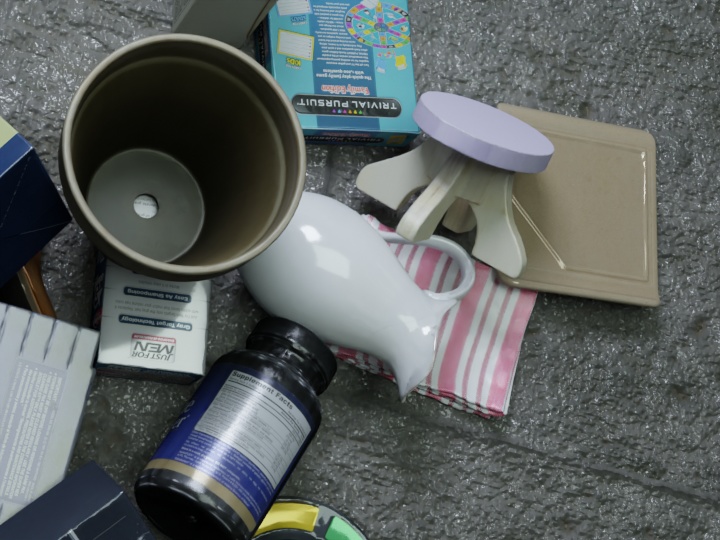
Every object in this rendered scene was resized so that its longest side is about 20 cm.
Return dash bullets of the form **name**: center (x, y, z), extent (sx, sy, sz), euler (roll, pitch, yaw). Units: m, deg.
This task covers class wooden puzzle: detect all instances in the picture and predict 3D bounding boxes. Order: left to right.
- **wooden puzzle**: center (0.217, -0.064, 1.651), extent (0.184, 0.037, 0.201), euler (8, 68, -21)

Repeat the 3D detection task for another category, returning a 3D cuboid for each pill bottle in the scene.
- **pill bottle**: center (-0.102, 0.142, 1.428), extent (0.112, 0.112, 0.200), euler (37, 58, -8)

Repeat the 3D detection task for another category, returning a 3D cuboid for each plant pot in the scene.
- **plant pot**: center (-0.164, -0.074, 1.365), extent (0.199, 0.173, 0.201), euler (5, 74, -19)

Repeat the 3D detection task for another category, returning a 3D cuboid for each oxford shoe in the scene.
- **oxford shoe**: center (-0.298, -0.032, 1.430), extent (0.071, 0.071, 0.201), euler (-16, 84, -34)

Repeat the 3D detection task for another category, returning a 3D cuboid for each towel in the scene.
- **towel**: center (0.068, 0.044, 1.571), extent (0.199, 0.030, 0.147), euler (22, 69, -14)

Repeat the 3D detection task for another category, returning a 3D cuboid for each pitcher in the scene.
- **pitcher**: center (0.000, 0.000, 1.498), extent (0.199, 0.121, 0.172), euler (35, 52, -2)

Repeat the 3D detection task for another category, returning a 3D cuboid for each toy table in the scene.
- **toy table**: center (0.097, -0.086, 1.523), extent (0.183, 0.200, 0.118), euler (34, 107, 28)

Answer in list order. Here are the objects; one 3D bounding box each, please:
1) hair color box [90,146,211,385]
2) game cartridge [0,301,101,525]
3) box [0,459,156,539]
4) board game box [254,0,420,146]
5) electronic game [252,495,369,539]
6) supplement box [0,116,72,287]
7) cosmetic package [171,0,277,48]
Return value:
- **hair color box**: center (-0.186, -0.004, 1.468), extent (0.099, 0.060, 0.201), euler (8, 74, -18)
- **game cartridge**: center (-0.301, 0.131, 1.361), extent (0.129, 0.038, 0.201), euler (19, 78, -20)
- **box**: center (-0.238, 0.291, 1.308), extent (0.200, 0.104, 0.183), euler (-36, 109, -15)
- **board game box**: center (-0.027, -0.225, 1.591), extent (0.150, 0.047, 0.201), euler (1, 77, -21)
- **electronic game**: center (-0.065, 0.301, 1.448), extent (0.199, 0.042, 0.201), euler (5, 75, -20)
- **supplement box**: center (-0.382, -0.063, 1.316), extent (0.200, 0.134, 0.200), euler (40, 75, 19)
- **cosmetic package**: center (-0.113, -0.289, 1.491), extent (0.073, 0.200, 0.104), euler (7, 75, -18)
